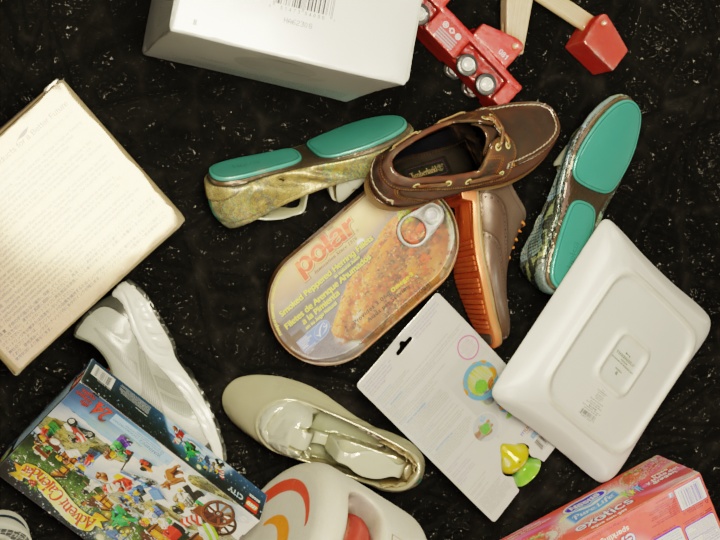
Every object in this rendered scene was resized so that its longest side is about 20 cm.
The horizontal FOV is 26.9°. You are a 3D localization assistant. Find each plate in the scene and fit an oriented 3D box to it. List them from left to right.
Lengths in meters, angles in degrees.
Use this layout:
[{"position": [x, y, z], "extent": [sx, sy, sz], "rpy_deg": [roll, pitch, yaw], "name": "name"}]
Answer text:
[{"position": [0.240, 0.085, 1.427], "extent": [0.199, 0.032, 0.201], "rpy_deg": [38, 84, -37], "name": "plate"}]

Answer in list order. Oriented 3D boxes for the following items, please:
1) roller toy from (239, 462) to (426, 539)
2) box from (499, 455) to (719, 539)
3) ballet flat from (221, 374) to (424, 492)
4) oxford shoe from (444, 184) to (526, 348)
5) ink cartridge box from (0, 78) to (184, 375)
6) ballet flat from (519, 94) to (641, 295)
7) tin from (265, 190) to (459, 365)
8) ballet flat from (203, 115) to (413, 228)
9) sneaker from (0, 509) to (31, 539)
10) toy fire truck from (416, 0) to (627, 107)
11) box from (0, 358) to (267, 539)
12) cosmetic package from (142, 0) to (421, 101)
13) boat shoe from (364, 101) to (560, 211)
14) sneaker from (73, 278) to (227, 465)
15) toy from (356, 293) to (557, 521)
[{"position": [-0.031, 0.276, 1.318], "extent": [0.139, 0.200, 0.183], "rpy_deg": [34, 87, -22], "name": "roller toy"}, {"position": [0.241, 0.273, 1.442], "extent": [0.199, 0.095, 0.103], "rpy_deg": [-27, 100, -11], "name": "box"}, {"position": [-0.032, 0.151, 1.361], "extent": [0.199, 0.069, 0.070], "rpy_deg": [21, 88, -5], "name": "ballet flat"}, {"position": [0.126, -0.029, 1.407], "extent": [0.072, 0.071, 0.202], "rpy_deg": [-10, 95, -18], "name": "oxford shoe"}, {"position": [-0.279, -0.038, 1.297], "extent": [0.200, 0.075, 0.165], "rpy_deg": [-42, 101, -8], "name": "ink cartridge box"}, {"position": [0.201, -0.075, 1.424], "extent": [0.074, 0.074, 0.201], "rpy_deg": [26, 84, -15], "name": "ballet flat"}, {"position": [0.000, 0.000, 1.387], "extent": [0.200, 0.042, 0.112], "rpy_deg": [-40, 106, -5], "name": "tin"}, {"position": [-0.044, -0.086, 1.366], "extent": [0.199, 0.071, 0.071], "rpy_deg": [-17, 98, -14], "name": "ballet flat"}, {"position": [-0.378, 0.263, 1.287], "extent": [0.199, 0.080, 0.077], "rpy_deg": [-24, 101, -11], "name": "sneaker"}, {"position": [0.137, -0.229, 1.408], "extent": [0.200, 0.049, 0.141], "rpy_deg": [44, 82, -12], "name": "toy fire truck"}, {"position": [-0.200, 0.187, 1.315], "extent": [0.200, 0.038, 0.137], "rpy_deg": [40, 117, -13], "name": "box"}, {"position": [-0.069, -0.228, 1.275], "extent": [0.198, 0.200, 0.124], "rpy_deg": [11, 88, -15], "name": "cosmetic package"}, {"position": [0.100, -0.106, 1.340], "extent": [0.199, 0.070, 0.071], "rpy_deg": [-24, 78, -23], "name": "boat shoe"}, {"position": [-0.181, 0.108, 1.331], "extent": [0.079, 0.074, 0.201], "rpy_deg": [-32, 103, -8], "name": "sneaker"}, {"position": [0.093, 0.128, 1.420], "extent": [0.200, 0.047, 0.115], "rpy_deg": [45, 79, -17], "name": "toy"}]
